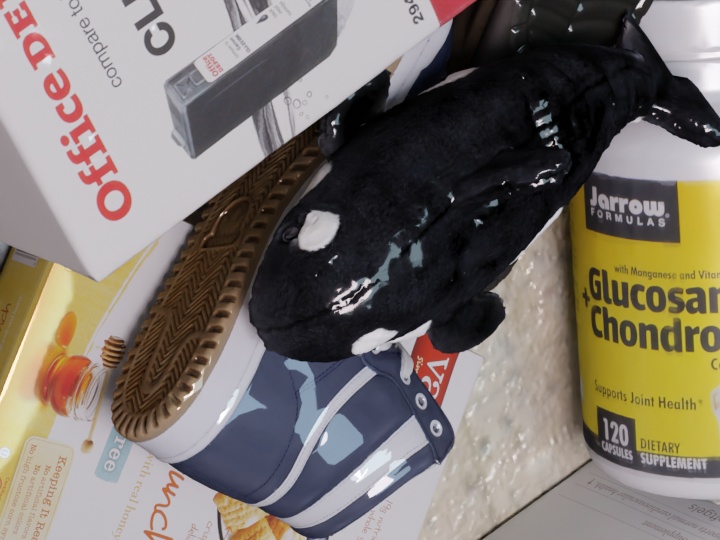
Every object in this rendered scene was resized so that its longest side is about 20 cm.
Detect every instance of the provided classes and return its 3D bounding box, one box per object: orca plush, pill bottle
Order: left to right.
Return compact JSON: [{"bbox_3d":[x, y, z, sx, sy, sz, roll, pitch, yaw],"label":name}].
[{"bbox_3d":[0.056,-0.026,0.867,0.200,0.071,0.106,-17,102,-33],"label":"orca plush"},{"bbox_3d":[0.140,-0.018,1.019,0.112,0.112,0.201,-15,109,-30],"label":"pill bottle"}]

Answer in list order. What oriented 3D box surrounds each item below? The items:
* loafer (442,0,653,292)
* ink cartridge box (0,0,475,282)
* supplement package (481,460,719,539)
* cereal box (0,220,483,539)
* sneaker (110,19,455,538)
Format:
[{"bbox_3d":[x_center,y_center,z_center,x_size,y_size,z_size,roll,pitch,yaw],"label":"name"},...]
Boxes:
[{"bbox_3d":[0.050,-0.089,0.951,0.073,0.071,0.200,13,107,-47],"label":"loafer"},{"bbox_3d":[-0.062,-0.114,0.836,0.200,0.084,0.145,-38,120,-19],"label":"ink cartridge box"},{"bbox_3d":[0.077,0.185,1.024,0.200,0.117,0.118,-33,118,-23],"label":"supplement package"},{"bbox_3d":[-0.057,0.064,0.950,0.200,0.039,0.144,24,85,-34],"label":"cereal box"},{"bbox_3d":[0.000,0.000,0.915,0.108,0.070,0.200,38,72,-28],"label":"sneaker"}]
